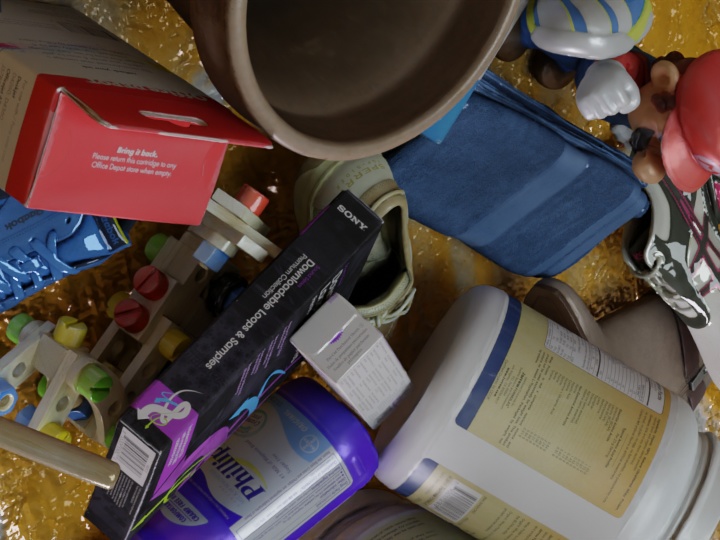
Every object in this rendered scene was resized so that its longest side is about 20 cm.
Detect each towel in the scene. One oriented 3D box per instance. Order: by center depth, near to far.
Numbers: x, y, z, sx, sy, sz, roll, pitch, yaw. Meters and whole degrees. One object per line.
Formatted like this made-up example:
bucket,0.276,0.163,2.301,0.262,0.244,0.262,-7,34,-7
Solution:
towel,0.087,-0.061,1.769,0.112,0.049,0.200,-37,141,25

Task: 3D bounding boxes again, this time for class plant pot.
plant pot,-0.039,-0.179,1.486,0.200,0.174,0.201,-23,128,-33

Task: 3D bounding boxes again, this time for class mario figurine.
mario figurine,0.157,-0.098,1.717,0.123,0.200,0.106,-18,123,-32

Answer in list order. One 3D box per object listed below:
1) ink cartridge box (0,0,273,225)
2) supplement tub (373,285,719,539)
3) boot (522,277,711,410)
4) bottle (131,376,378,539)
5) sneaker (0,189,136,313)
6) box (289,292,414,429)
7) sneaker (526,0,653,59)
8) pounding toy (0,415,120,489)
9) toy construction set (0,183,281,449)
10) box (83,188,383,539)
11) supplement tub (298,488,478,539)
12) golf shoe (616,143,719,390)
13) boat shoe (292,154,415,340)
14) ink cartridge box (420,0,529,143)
ink cartridge box,-0.150,-0.080,1.465,0.116,0.200,0.067,5,111,-42
supplement tub,0.123,0.116,1.785,0.200,0.144,0.145,31,92,-6
boot,0.178,0.050,1.914,0.146,0.070,0.200,-39,139,-30
bottle,-0.086,0.151,1.730,0.200,0.084,0.065,-38,133,-13
sneaker,-0.182,-0.019,1.561,0.200,0.078,0.066,-41,135,-14
box,-0.003,0.056,1.665,0.041,0.039,0.200,-46,168,-2
sneaker,0.145,-0.203,1.692,0.200,0.076,0.105,-64,158,-60
pounding toy,-0.267,0.076,1.452,0.142,0.200,0.184,-51,135,-6
toy construction set,-0.125,0.024,1.618,0.200,0.092,0.131,-43,148,5
box,-0.072,0.056,1.601,0.200,0.036,0.143,-48,172,-28
supplement tub,0.048,0.239,1.808,0.145,0.200,0.145,-20,125,-31
golf shoe,0.217,0.000,1.883,0.088,0.077,0.201,-19,94,-27
boat shoe,0.002,-0.002,1.704,0.073,0.063,0.201,-30,149,-21
ink cartridge box,0.033,-0.198,1.639,0.145,0.084,0.200,31,92,-44
